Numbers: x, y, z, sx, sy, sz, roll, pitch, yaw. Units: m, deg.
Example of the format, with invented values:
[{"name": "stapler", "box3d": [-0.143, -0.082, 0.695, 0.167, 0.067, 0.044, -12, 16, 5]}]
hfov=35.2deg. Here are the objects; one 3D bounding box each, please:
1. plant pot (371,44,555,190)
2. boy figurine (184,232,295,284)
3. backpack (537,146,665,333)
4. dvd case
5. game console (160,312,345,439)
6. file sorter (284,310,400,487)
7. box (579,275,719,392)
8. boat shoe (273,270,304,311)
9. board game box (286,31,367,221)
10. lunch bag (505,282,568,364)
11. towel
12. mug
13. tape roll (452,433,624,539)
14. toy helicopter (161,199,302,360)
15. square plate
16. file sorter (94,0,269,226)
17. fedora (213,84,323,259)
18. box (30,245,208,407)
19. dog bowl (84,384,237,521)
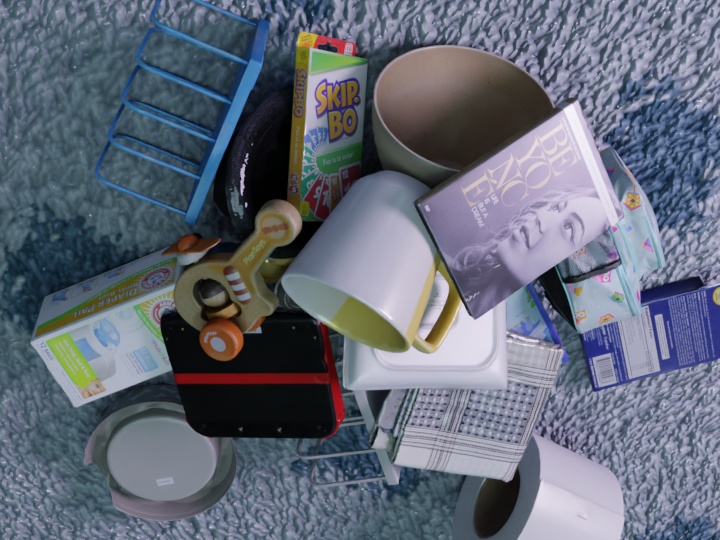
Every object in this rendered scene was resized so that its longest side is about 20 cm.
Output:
[{"name": "plant pot", "box3d": [0.102, -0.132, 1.253, 0.199, 0.201, 0.135, 5, 140, -7]}, {"name": "boy figurine", "box3d": [-0.103, -0.004, 1.321, 0.199, 0.065, 0.124, 6, 162, -20]}, {"name": "backpack", "box3d": [0.265, -0.035, 1.314, 0.153, 0.176, 0.201, -15, 116, 4]}, {"name": "dvd case", "box3d": [0.166, -0.062, 1.158, 0.200, 0.016, 0.149, -34, 117, -10]}, {"name": "game console", "box3d": [-0.124, 0.122, 1.327, 0.199, 0.031, 0.177, -2, 119, 14]}, {"name": "file sorter", "box3d": [-0.030, 0.155, 1.424, 0.124, 0.139, 0.201, -11, 121, 16]}, {"name": "box", "box3d": [0.386, 0.080, 1.475, 0.199, 0.032, 0.121, -15, 121, 6]}, {"name": "boat shoe", "box3d": [0.000, 0.000, 1.284, 0.199, 0.057, 0.067, -21, 119, -23]}, {"name": "board game box", "box3d": [-0.036, -0.154, 1.237, 0.095, 0.030, 0.201, -1, 94, -49]}, {"name": "lunch bag", "box3d": [0.155, 0.085, 1.414, 0.170, 0.128, 0.200, -26, 131, 6]}, {"name": "towel", "box3d": [0.126, 0.154, 1.343, 0.199, 0.035, 0.193, 14, 109, -17]}, {"name": "mug", "box3d": [0.022, -0.010, 1.189, 0.149, 0.154, 0.187, 21, 161, 22]}, {"name": "tape roll", "box3d": [0.234, 0.329, 1.513, 0.139, 0.203, 0.203, 27, 115, -19]}, {"name": "toy helicopter", "box3d": [-0.133, -0.009, 1.187, 0.132, 0.079, 0.200, 41, 125, -3]}, {"name": "square plate", "box3d": [0.079, 0.035, 1.273, 0.199, 0.028, 0.199, 2, 88, -19]}, {"name": "file sorter", "box3d": [-0.192, -0.181, 1.222, 0.122, 0.139, 0.200, 21, 117, -11]}, {"name": "fedora", "box3d": [-0.097, -0.110, 1.264, 0.091, 0.201, 0.201, 7, 132, 42]}, {"name": "box", "box3d": [-0.278, 0.064, 1.378, 0.199, 0.101, 0.113, -21, 120, 8]}, {"name": "dog bowl", "box3d": [-0.262, 0.238, 1.507, 0.199, 0.059, 0.201, -1, 121, -2]}]
